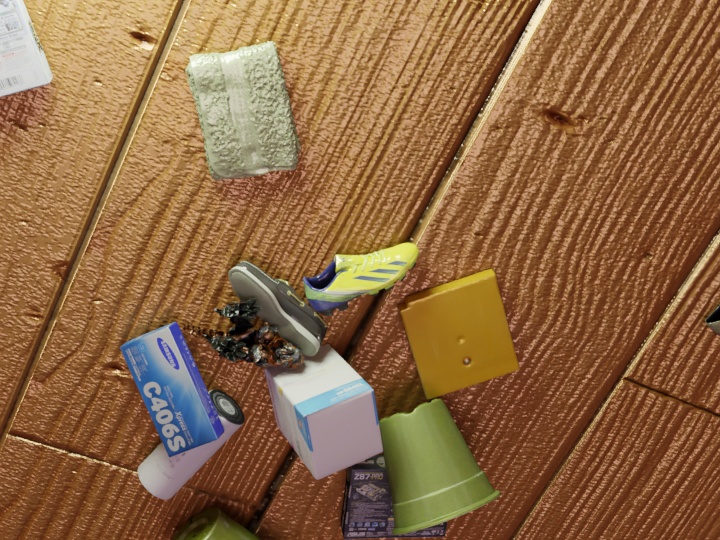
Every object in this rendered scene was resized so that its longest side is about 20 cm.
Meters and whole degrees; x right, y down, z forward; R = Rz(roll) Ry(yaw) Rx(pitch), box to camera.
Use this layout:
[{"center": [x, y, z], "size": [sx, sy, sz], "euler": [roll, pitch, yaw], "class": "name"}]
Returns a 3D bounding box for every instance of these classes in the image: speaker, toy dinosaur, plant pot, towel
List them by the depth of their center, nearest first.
[{"center": [-0.172, -0.234, 1.494], "size": [0.147, 0.037, 0.201], "euler": [-12, 118, -4], "class": "towel"}, {"center": [-0.195, 0.121, 1.627], "size": [0.198, 0.103, 0.136], "euler": [-7, 157, 2], "class": "toy dinosaur"}, {"center": [-0.292, 0.300, 1.716], "size": [0.081, 0.081, 0.200], "euler": [37, 105, -23], "class": "speaker"}, {"center": [0.115, 0.330, 1.729], "size": [0.199, 0.200, 0.191], "euler": [-21, 82, 2], "class": "plant pot"}, {"center": [-0.244, 0.538, 1.796], "size": [0.200, 0.201, 0.193], "euler": [-34, 105, 8], "class": "plant pot"}]

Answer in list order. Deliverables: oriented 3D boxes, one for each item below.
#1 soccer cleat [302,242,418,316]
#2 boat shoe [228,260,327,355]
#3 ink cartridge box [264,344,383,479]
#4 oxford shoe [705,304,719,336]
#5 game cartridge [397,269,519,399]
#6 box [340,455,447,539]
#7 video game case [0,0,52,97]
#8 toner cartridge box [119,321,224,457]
[{"center": [0.000, 0.000, 1.624], "size": [0.199, 0.065, 0.084], "euler": [-27, 113, 5], "class": "soccer cleat"}, {"center": [-0.133, 0.052, 1.632], "size": [0.071, 0.061, 0.201], "euler": [-18, 122, 46], "class": "boat shoe"}, {"center": [-0.067, 0.223, 1.660], "size": [0.124, 0.200, 0.129], "euler": [-19, 119, -19], "class": "ink cartridge box"}, {"center": [0.688, 0.039, 1.753], "size": [0.074, 0.071, 0.201], "euler": [28, 108, -15], "class": "oxford shoe"}, {"center": [0.170, 0.112, 1.728], "size": [0.175, 0.032, 0.201], "euler": [-18, 115, 0], "class": "game cartridge"}, {"center": [0.069, 0.421, 1.854], "size": [0.198, 0.049, 0.162], "euler": [1, 118, -10], "class": "box"}, {"center": [-0.554, -0.323, 1.382], "size": [0.198, 0.046, 0.182], "euler": [-15, 119, -2], "class": "video game case"}, {"center": [-0.307, 0.195, 1.636], "size": [0.094, 0.043, 0.201], "euler": [-22, 96, 12], "class": "toner cartridge box"}]
